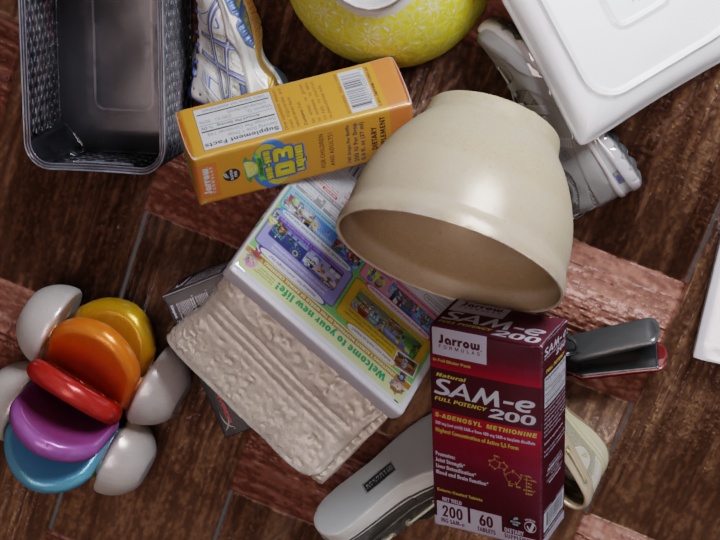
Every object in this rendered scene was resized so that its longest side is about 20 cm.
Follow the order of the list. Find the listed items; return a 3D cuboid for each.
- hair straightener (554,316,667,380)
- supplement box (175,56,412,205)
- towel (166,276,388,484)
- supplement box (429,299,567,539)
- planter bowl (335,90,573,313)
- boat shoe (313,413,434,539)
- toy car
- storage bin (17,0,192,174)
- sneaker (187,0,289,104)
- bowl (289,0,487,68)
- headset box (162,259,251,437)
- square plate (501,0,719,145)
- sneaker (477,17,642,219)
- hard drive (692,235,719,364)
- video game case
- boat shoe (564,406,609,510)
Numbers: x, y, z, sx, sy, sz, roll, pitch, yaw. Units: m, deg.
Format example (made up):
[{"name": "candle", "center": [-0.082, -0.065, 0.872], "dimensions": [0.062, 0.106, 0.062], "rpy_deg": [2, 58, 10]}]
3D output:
[{"name": "hair straightener", "center": [0.177, 0.065, 1.440], "dimensions": [0.198, 0.041, 0.077], "rpy_deg": [-4, 132, 19]}, {"name": "supplement box", "center": [-0.056, -0.121, 1.363], "dimensions": [0.198, 0.069, 0.067], "rpy_deg": [-14, 142, -6]}, {"name": "towel", "center": [-0.064, 0.086, 1.421], "dimensions": [0.200, 0.034, 0.133], "rpy_deg": [45, 107, -2]}, {"name": "supplement box", "center": [0.121, 0.134, 1.373], "dimensions": [0.108, 0.061, 0.202], "rpy_deg": [9, 116, 27]}, {"name": "planter bowl", "center": [0.093, -0.065, 1.321], "dimensions": [0.198, 0.200, 0.136], "rpy_deg": [18, 73, 6]}, {"name": "boat shoe", "center": [0.050, 0.201, 1.497], "dimensions": [0.199, 0.071, 0.064], "rpy_deg": [-35, 129, 9]}, {"name": "toy car", "center": [-0.271, 0.126, 1.488], "dimensions": [0.174, 0.150, 0.201], "rpy_deg": [29, 108, 2]}, {"name": "storage bin", "center": [-0.229, -0.196, 1.427], "dimensions": [0.134, 0.094, 0.202], "rpy_deg": [4, 104, 10]}, {"name": "sneaker", "center": [-0.127, -0.192, 1.418], "dimensions": [0.087, 0.075, 0.202], "rpy_deg": [-21, 99, 15]}, {"name": "bowl", "center": [0.017, -0.269, 1.354], "dimensions": [0.198, 0.108, 0.202], "rpy_deg": [2, 105, 9]}, {"name": "headset box", "center": [-0.061, 0.048, 1.467], "dimensions": [0.199, 0.077, 0.150], "rpy_deg": [-22, 100, 14]}, {"name": "square plate", "center": [0.222, -0.241, 1.325], "dimensions": [0.197, 0.028, 0.201], "rpy_deg": [-30, 97, -7]}, {"name": "sneaker", "center": [0.160, -0.131, 1.379], "dimensions": [0.082, 0.075, 0.200], "rpy_deg": [-37, 95, 16]}, {"name": "hard drive", "center": [0.382, -0.005, 1.396], "dimensions": [0.131, 0.027, 0.202], "rpy_deg": [12, 107, 8]}, {"name": "video game case", "center": [0.000, 0.000, 1.390], "dimensions": [0.200, 0.183, 0.022], "rpy_deg": [41, 147, -12]}, {"name": "boat shoe", "center": [0.148, 0.138, 1.434], "dimensions": [0.200, 0.065, 0.072], "rpy_deg": [45, 135, -16]}]
